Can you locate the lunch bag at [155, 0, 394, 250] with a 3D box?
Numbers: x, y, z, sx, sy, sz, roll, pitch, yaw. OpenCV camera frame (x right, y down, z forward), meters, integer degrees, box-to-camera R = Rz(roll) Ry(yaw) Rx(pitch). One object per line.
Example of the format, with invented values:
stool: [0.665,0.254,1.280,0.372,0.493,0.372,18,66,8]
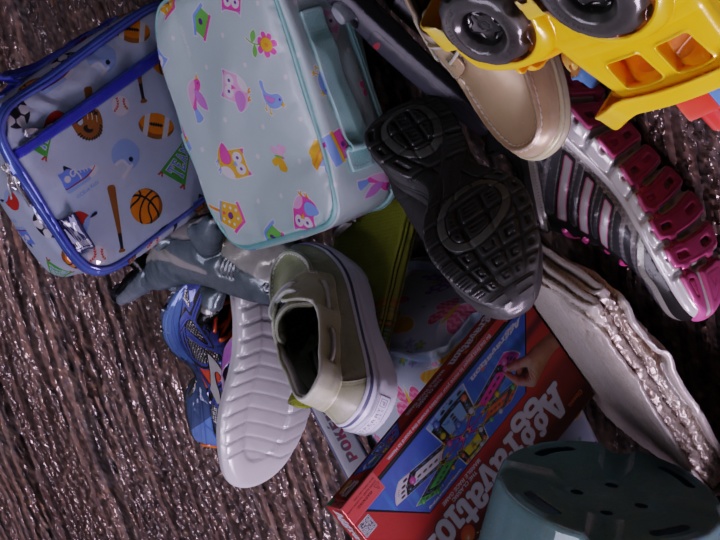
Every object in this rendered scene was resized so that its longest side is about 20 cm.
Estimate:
lunch bag: [-0.053,-0.115,1.745,0.160,0.077,0.200,-14,96,49]

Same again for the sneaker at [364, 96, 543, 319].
sneaker: [0.072,-0.030,1.619,0.091,0.076,0.200,64,180,-43]

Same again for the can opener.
can opener: [0.025,-0.167,1.660,0.200,0.063,0.079,50,171,-5]

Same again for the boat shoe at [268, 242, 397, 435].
boat shoe: [-0.029,0.034,1.684,0.062,0.072,0.200,28,-163,-30]

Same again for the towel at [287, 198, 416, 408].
towel: [0.000,0.000,1.742,0.018,0.200,0.086,29,155,-35]

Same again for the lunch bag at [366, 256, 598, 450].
lunch bag: [0.058,0.084,1.791,0.200,0.127,0.170,5,127,53]

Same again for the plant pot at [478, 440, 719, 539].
plant pot: [0.146,0.230,1.642,0.200,0.200,0.196,23,115,31]

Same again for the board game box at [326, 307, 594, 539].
board game box: [0.069,0.118,1.667,0.019,0.200,0.103,8,142,53]

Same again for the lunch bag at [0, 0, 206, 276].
lunch bag: [-0.182,-0.097,1.818,0.076,0.200,0.160,-3,121,56]

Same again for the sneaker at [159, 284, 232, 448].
sneaker: [-0.101,0.066,1.997,0.078,0.075,0.200,14,139,26]

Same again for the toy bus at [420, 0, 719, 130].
toy bus: [0.166,-0.151,1.491,0.200,0.136,0.192,-17,123,47]

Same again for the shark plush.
shark plush: [-0.124,0.004,1.870,0.200,0.091,0.083,-15,94,31]

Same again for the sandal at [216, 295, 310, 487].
sandal: [-0.078,0.067,1.938,0.050,0.082,0.203,24,111,54]

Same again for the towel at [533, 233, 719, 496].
towel: [0.170,0.058,1.669,0.133,0.034,0.200,41,168,52]

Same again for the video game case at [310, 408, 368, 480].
video game case: [0.002,0.155,1.871,0.182,0.023,0.200,61,178,22]

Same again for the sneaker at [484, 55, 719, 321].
sneaker: [0.153,-0.042,1.619,0.087,0.074,0.200,-41,85,34]

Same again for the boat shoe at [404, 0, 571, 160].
boat shoe: [0.064,-0.157,1.580,0.072,0.065,0.200,-35,74,39]
